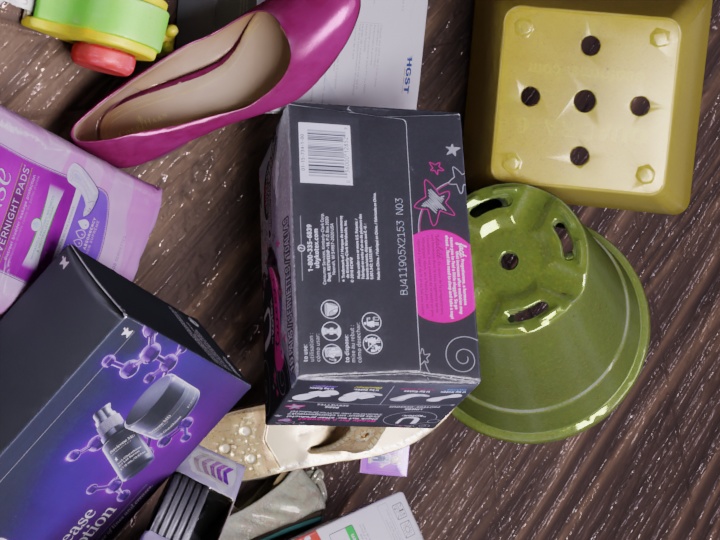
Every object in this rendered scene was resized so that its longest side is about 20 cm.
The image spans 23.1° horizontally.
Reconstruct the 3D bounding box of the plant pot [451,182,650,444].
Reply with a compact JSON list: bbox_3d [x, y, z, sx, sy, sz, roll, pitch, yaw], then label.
[{"bbox_3d":[0.126,0.018,1.399,0.190,0.199,0.201,59,52,-68],"label":"plant pot"}]

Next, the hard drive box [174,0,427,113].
[{"bbox_3d":[-0.037,-0.193,1.270,0.200,0.077,0.157,-4,103,-52],"label":"hard drive box"}]

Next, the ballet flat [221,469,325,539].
[{"bbox_3d":[-0.107,0.189,1.310,0.200,0.067,0.063,-17,80,-50],"label":"ballet flat"}]

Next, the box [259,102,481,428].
[{"bbox_3d":[0.000,0.000,1.224,0.131,0.115,0.201,2,67,-13],"label":"box"}]

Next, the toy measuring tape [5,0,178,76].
[{"bbox_3d":[-0.179,-0.166,1.095,0.200,0.073,0.074,15,87,-54],"label":"toy measuring tape"}]

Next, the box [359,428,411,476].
[{"bbox_3d":[0.025,0.053,1.381,0.137,0.039,0.201,-149,-116,-89],"label":"box"}]

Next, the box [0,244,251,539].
[{"bbox_3d":[-0.187,0.101,1.084,0.200,0.079,0.141,-48,142,5],"label":"box"}]

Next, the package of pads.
[{"bbox_3d":[-0.216,-0.031,1.079,0.200,0.075,0.121,29,75,-52],"label":"package of pads"}]

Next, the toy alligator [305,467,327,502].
[{"bbox_3d":[-0.022,0.085,1.382,0.054,0.059,0.201,-17,113,-50],"label":"toy alligator"}]

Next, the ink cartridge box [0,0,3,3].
[{"bbox_3d":[-0.255,-0.232,0.943,0.145,0.084,0.201,-47,125,-35],"label":"ink cartridge box"}]

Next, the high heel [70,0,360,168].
[{"bbox_3d":[-0.092,-0.126,1.131,0.068,0.200,0.096,57,19,11],"label":"high heel"}]

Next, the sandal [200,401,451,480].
[{"bbox_3d":[-0.018,0.108,1.279,0.070,0.211,0.078,-38,109,-89],"label":"sandal"}]

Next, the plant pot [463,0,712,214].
[{"bbox_3d":[0.180,-0.143,1.418,0.176,0.199,0.201,-53,148,-79],"label":"plant pot"}]

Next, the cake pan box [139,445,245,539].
[{"bbox_3d":[-0.141,0.228,1.127,0.184,0.052,0.201,-77,-167,-68],"label":"cake pan box"}]

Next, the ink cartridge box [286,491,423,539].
[{"bbox_3d":[-0.054,0.231,1.334,0.200,0.109,0.051,-17,80,-50],"label":"ink cartridge box"}]
